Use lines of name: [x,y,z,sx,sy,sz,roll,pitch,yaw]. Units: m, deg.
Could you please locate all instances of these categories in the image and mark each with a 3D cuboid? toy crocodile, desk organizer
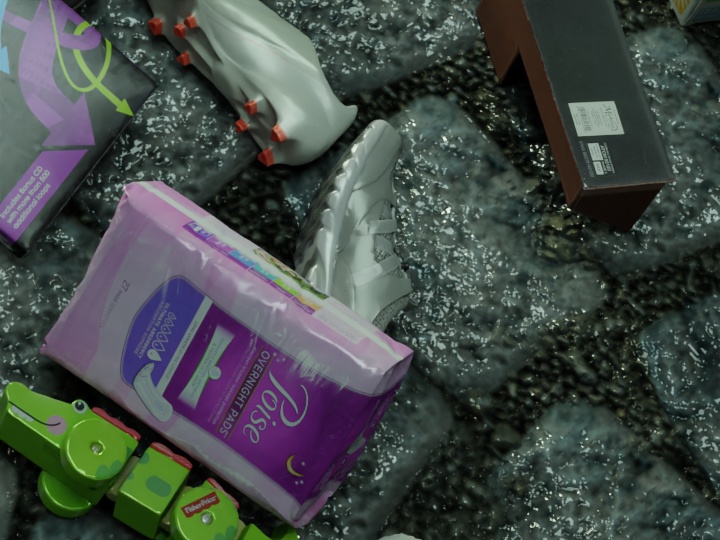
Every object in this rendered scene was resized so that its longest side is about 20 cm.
toy crocodile: [-0.127,0.127,1.054,0.199,0.068,0.062,32,54,-1]
desk organizer: [0.147,-0.128,1.269,0.071,0.077,0.202,-6,64,-19]

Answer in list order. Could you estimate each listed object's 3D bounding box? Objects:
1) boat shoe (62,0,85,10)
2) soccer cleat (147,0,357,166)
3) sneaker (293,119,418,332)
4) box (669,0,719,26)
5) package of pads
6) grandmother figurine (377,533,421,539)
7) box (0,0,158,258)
boat shoe: [-0.234,-0.192,1.181,0.199,0.057,0.067,-35,81,-18]
soccer cleat: [-0.082,-0.160,1.227,0.077,0.069,0.201,-32,82,-34]
sneaker: [0.000,0.000,1.166,0.081,0.075,0.202,20,70,-13]
box: [0.275,-0.302,1.388,0.111,0.102,0.202,-11,66,-22]
package of pads: [-0.081,0.049,1.069,0.199,0.121,0.076,34,18,10]
grandmother figurine: [0.038,0.251,1.043,0.120,0.061,0.202,2,64,-26]
box: [-0.245,-0.126,1.127,0.200,0.036,0.144,39,70,-12]
